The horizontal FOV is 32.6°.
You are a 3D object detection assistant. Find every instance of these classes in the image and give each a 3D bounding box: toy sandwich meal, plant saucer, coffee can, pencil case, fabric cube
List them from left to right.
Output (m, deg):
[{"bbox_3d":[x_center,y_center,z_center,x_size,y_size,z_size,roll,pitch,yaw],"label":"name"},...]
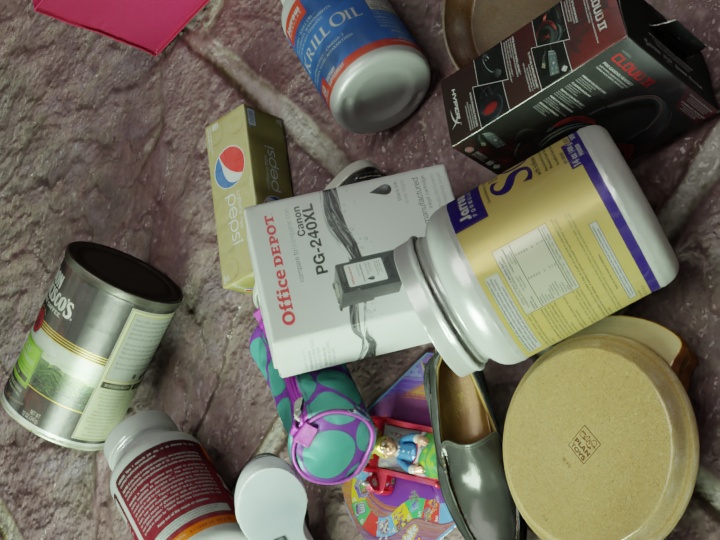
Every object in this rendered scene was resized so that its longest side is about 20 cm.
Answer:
[{"bbox_3d":[-0.316,0.088,1.444,0.146,0.146,0.201,37,105,41],"label":"coffee can"},{"bbox_3d":[-0.288,-0.423,1.514,0.196,0.199,0.200,-38,59,29],"label":"fabric cube"},{"bbox_3d":[-0.050,0.114,1.198,0.085,0.092,0.200,-43,34,8],"label":"pencil case"},{"bbox_3d":[0.166,-0.262,1.170,0.199,0.034,0.202,-13,70,40],"label":"plant saucer"},{"bbox_3d":[0.204,0.139,1.016,0.204,0.070,0.207,-9,76,42],"label":"toy sandwich meal"}]

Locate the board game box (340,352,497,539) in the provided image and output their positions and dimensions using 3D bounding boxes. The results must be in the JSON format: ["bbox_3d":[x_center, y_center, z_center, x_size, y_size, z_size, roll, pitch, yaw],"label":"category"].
[{"bbox_3d":[0.043,0.177,1.166,0.200,0.039,0.159,-46,53,25],"label":"board game box"}]

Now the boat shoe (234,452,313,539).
[{"bbox_3d":[-0.081,0.227,1.188,0.069,0.201,0.066,-20,48,-2],"label":"boat shoe"}]

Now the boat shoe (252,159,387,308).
[{"bbox_3d":[-0.035,-0.021,1.270,0.200,0.074,0.060,-48,47,12],"label":"boat shoe"}]

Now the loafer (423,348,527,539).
[{"bbox_3d":[0.096,0.160,1.082,0.072,0.072,0.201,-20,72,3],"label":"loafer"}]

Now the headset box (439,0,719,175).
[{"bbox_3d":[0.191,-0.152,1.036,0.199,0.148,0.075,-30,53,33],"label":"headset box"}]

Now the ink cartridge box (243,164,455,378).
[{"bbox_3d":[0.000,0.000,1.150,0.199,0.084,0.146,-13,66,-4],"label":"ink cartridge box"}]

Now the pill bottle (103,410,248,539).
[{"bbox_3d":[-0.199,0.248,1.320,0.113,0.113,0.200,-54,50,18],"label":"pill bottle"}]

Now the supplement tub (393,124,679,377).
[{"bbox_3d":[0.142,-0.012,1.010,0.199,0.145,0.146,-29,59,11],"label":"supplement tub"}]

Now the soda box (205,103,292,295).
[{"bbox_3d":[-0.119,-0.076,1.363,0.068,0.064,0.201,-25,63,35],"label":"soda box"}]

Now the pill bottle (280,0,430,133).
[{"bbox_3d":[-0.016,-0.247,1.279,0.112,0.112,0.201,-47,52,23],"label":"pill bottle"}]
